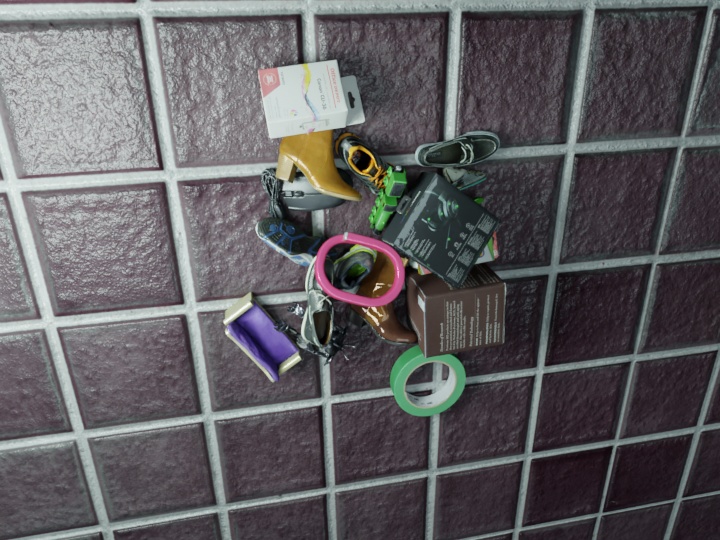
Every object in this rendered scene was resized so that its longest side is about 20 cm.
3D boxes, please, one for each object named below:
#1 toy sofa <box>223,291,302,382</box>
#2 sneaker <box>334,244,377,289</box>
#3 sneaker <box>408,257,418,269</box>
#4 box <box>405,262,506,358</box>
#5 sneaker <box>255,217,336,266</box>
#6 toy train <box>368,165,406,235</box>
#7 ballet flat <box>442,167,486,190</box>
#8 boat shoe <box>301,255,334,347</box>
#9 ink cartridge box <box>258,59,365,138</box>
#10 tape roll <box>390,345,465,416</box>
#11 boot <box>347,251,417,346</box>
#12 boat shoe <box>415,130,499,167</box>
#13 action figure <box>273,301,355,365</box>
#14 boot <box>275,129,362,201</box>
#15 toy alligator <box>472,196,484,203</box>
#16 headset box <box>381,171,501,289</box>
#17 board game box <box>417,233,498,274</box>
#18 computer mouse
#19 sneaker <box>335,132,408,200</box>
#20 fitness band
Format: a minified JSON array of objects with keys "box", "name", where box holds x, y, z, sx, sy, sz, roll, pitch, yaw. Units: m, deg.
[{"box":[-0.227,0.159,1.309,0.082,0.098,0.201,-35,115,5],"name":"toy sofa"},{"box":[-0.046,0.016,1.280,0.199,0.081,0.074,-39,110,24],"name":"sneaker"},{"box":[0.210,-0.055,1.319,0.197,0.074,0.080,-9,120,-8],"name":"sneaker"},{"box":[0.222,0.083,1.335,0.197,0.166,0.167,-9,116,-8],"name":"box"},{"box":[-0.148,-0.051,1.228,0.199,0.077,0.077,27,147,-32],"name":"sneaker"},{"box":[0.058,-0.146,1.208,0.041,0.057,0.201,2,148,-13],"name":"toy train"},{"box":[0.189,-0.192,1.263,0.198,0.072,0.073,-29,117,0],"name":"ballet flat"},{"box":[-0.082,0.067,1.219,0.071,0.067,0.203,1,102,-30],"name":"boat shoe"},{"box":[-0.093,-0.342,1.103,0.197,0.068,0.118,-11,77,-8],"name":"ink cartridge box"},{"box":[0.179,0.291,1.484,0.197,0.048,0.203,-5,114,-11],"name":"tape roll"},{"box":[0.077,0.060,1.321,0.187,0.068,0.202,27,109,22],"name":"boot"},{"box":[0.222,-0.258,1.236,0.197,0.071,0.073,-15,116,-6],"name":"boat shoe"},{"box":[-0.104,0.144,1.325,0.199,0.102,0.120,36,89,-35],"name":"action figure"},{"box":[-0.072,-0.234,1.149,0.198,0.071,0.146,19,94,4],"name":"boot"},{"box":[0.196,-0.119,1.299,0.197,0.059,0.055,-19,116,-4],"name":"toy alligator"},{"box":[0.166,-0.090,1.195,0.198,0.093,0.176,30,92,-18],"name":"headset box"},{"box":[0.223,-0.056,1.281,0.197,0.030,0.097,-12,100,-11],"name":"board game box"},{"box":[-0.108,-0.165,1.216,0.197,0.053,0.140,-12,115,-7],"name":"computer mouse"},{"box":[0.028,-0.213,1.211,0.199,0.077,0.079,34,101,-25],"name":"sneaker"},{"box":[0.000,0.000,1.195,0.197,0.037,0.146,14,82,-14],"name":"fitness band"}]
